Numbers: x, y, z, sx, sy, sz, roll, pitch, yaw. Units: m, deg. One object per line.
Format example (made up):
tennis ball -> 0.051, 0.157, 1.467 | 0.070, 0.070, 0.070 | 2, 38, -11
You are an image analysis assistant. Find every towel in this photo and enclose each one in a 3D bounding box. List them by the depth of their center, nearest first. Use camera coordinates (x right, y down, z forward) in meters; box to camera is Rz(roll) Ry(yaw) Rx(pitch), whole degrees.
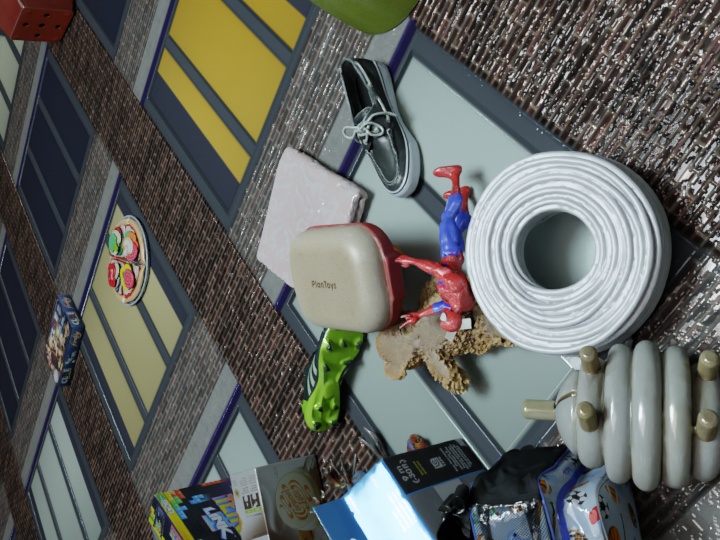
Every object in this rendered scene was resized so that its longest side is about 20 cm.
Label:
towel -> -0.077, -0.065, 1.023 | 0.200, 0.032, 0.193 | 35, 116, 43

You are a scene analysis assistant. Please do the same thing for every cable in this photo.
cable -> 0.194, -0.016, 0.667 | 0.199, 0.069, 0.201 | 31, 108, 32

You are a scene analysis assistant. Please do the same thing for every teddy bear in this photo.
teddy bear -> 0.109, 0.064, 0.800 | 0.200, 0.066, 0.146 | -47, 62, 29

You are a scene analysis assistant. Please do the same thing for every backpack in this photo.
backpack -> 0.184, 0.269, 0.632 | 0.153, 0.199, 0.192 | -9, 86, 34

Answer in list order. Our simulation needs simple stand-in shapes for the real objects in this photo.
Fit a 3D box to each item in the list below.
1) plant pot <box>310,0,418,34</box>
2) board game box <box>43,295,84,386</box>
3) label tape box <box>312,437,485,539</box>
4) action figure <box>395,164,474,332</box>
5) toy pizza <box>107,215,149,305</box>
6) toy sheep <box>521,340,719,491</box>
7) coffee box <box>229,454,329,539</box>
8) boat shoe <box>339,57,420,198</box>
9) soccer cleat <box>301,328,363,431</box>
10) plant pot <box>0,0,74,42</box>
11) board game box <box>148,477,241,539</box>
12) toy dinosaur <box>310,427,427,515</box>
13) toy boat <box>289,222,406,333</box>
plant pot -> -0.040, -0.414, 0.856 | 0.186, 0.199, 0.189 | 1, 91, 48
board game box -> -0.785, 0.185, 1.812 | 0.136, 0.034, 0.201 | 46, 122, 38
label tape box -> 0.071, 0.269, 0.730 | 0.144, 0.199, 0.064 | 51, 126, 34
action figure -> 0.077, -0.016, 0.755 | 0.098, 0.065, 0.201 | -14, 51, 20
toy pizza -> -0.523, -0.022, 1.522 | 0.199, 0.032, 0.202 | 0, 90, 48
toy sheep -> 0.238, 0.121, 0.586 | 0.198, 0.138, 0.139 | 4, 93, 26
coffee box -> -0.107, 0.383, 0.994 | 0.080, 0.114, 0.202 | -30, 68, 43
boat shoe -> 0.019, -0.188, 0.887 | 0.073, 0.068, 0.201 | -25, 72, 45
soccer cleat -> -0.048, 0.130, 0.969 | 0.081, 0.067, 0.202 | 42, 121, 54
plant pot -> -0.861, -0.714, 1.794 | 0.199, 0.199, 0.178 | -32, 78, 44
board game box -> -0.212, 0.414, 1.073 | 0.200, 0.164, 0.057 | 32, 115, 43
toy dinosaur -> 0.026, 0.281, 0.904 | 0.180, 0.105, 0.201 | -12, 118, 35
toy boat -> 0.000, 0.000, 0.864 | 0.199, 0.130, 0.132 | 2, 105, 53
